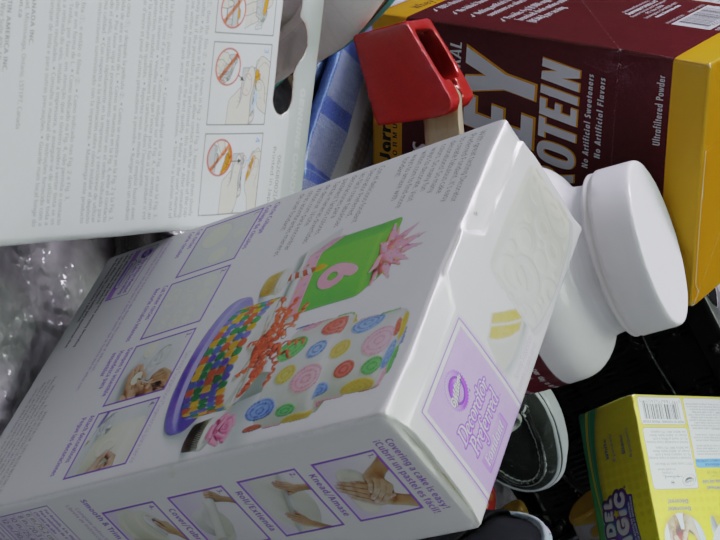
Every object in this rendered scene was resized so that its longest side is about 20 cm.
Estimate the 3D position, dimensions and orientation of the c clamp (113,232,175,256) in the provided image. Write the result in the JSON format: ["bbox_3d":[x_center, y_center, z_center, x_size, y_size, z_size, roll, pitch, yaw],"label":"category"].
[{"bbox_3d":[-0.084,0.049,0.774,0.171,0.027,0.200,38,38,-63],"label":"c clamp"}]

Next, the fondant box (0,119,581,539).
[{"bbox_3d":[-0.033,0.036,0.624,0.058,0.200,0.144,51,41,-26],"label":"fondant box"}]

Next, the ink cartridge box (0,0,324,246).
[{"bbox_3d":[-0.091,-0.096,0.681,0.200,0.050,0.162,-8,107,-56],"label":"ink cartridge box"}]

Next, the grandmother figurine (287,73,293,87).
[{"bbox_3d":[-0.033,-0.155,1.000,0.200,0.061,0.121,37,32,-60],"label":"grandmother figurine"}]

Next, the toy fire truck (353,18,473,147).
[{"bbox_3d":[0.000,0.000,0.797,0.049,0.141,0.200,-35,107,-73],"label":"toy fire truck"}]

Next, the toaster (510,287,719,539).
[{"bbox_3d":[0.159,0.067,1.145,0.181,0.200,0.119,61,20,-8],"label":"toaster"}]

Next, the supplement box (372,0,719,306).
[{"bbox_3d":[0.141,-0.092,1.011,0.197,0.200,0.133,-30,127,-51],"label":"supplement box"}]

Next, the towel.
[{"bbox_3d":[0.022,-0.082,1.040,0.200,0.024,0.147,34,71,-58],"label":"towel"}]

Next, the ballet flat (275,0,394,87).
[{"bbox_3d":[-0.040,-0.127,0.818,0.069,0.200,0.070,6,76,-25],"label":"ballet flat"}]

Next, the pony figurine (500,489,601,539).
[{"bbox_3d":[0.141,0.222,1.007,0.200,0.193,0.167,45,26,-15],"label":"pony figurine"}]

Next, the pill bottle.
[{"bbox_3d":[0.059,0.014,0.899,0.113,0.200,0.113,48,33,-47],"label":"pill bottle"}]

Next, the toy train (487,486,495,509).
[{"bbox_3d":[0.027,0.198,0.872,0.116,0.085,0.200,-45,124,-48],"label":"toy train"}]

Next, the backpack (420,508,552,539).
[{"bbox_3d":[0.002,0.175,0.673,0.151,0.177,0.200,69,24,-13],"label":"backpack"}]

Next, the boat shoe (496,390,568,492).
[{"bbox_3d":[0.064,0.070,1.039,0.199,0.074,0.068,60,21,-29],"label":"boat shoe"}]

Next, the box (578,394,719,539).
[{"bbox_3d":[0.186,0.167,0.918,0.117,0.048,0.200,5,67,-36],"label":"box"}]
